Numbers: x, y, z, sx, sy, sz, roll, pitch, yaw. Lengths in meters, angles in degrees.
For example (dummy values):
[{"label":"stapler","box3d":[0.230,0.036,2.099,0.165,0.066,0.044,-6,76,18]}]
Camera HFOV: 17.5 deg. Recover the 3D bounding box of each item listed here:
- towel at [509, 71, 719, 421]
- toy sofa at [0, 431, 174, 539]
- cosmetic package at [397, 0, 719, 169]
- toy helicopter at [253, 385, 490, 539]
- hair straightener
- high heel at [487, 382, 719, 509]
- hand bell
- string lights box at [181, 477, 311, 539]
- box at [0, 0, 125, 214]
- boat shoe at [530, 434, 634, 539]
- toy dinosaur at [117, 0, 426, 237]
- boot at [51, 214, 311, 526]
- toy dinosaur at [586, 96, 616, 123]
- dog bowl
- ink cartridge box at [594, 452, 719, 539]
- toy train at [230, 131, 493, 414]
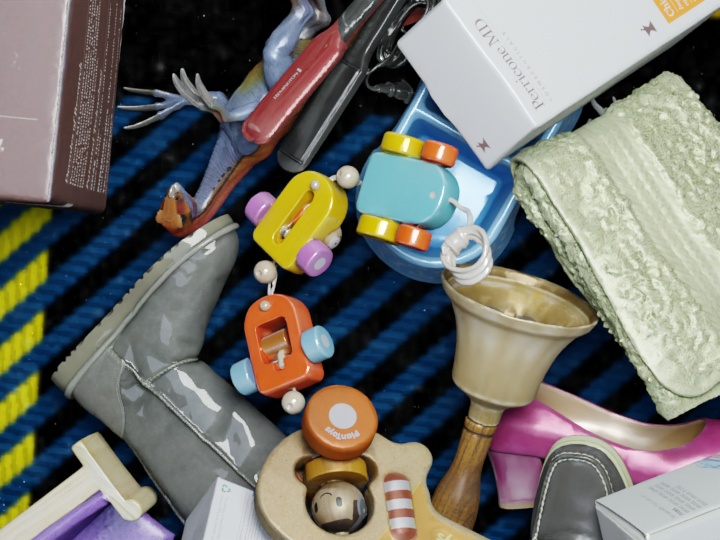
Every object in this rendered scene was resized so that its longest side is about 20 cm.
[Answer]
[{"label":"towel","box3d":[0.200,-0.019,1.482,0.148,0.036,0.200,-29,80,-18]},{"label":"toy sofa","box3d":[-0.226,0.204,1.559,0.200,0.083,0.098,-37,88,2]},{"label":"cosmetic package","box3d":[0.133,-0.160,1.498,0.200,0.071,0.101,-35,88,-33]},{"label":"toy helicopter","box3d":[0.027,0.170,1.460,0.200,0.079,0.132,24,56,1]},{"label":"hair straightener","box3d":[0.008,-0.145,1.531,0.077,0.041,0.200,41,81,-37]},{"label":"high heel","box3d":[0.177,0.097,1.550,0.200,0.067,0.096,-8,100,15]},{"label":"hand bell","box3d":[0.076,0.107,1.511,0.104,0.104,0.200,16,106,2]},{"label":"string lights box","box3d":[-0.020,0.220,1.493,0.200,0.103,0.059,24,136,-13]},{"label":"box","box3d":[-0.251,-0.127,1.500,0.166,0.200,0.164,6,90,4]},{"label":"boat shoe","box3d":[0.141,0.209,1.525,0.072,0.066,0.201,7,110,16]},{"label":"toy dinosaur","box3d":[-0.065,-0.103,1.543,0.200,0.105,0.182,11,95,0]},{"label":"boot","box3d":[-0.085,0.088,1.559,0.200,0.073,0.182,44,105,8]},{"label":"toy dinosaur","box3d":[0.225,-0.034,1.543,0.200,0.077,0.102,23,98,5]},{"label":"dog bowl","box3d":[0.074,-0.086,1.562,0.111,0.050,0.200,30,91,2]},{"label":"ink cartridge box","box3d":[0.264,0.187,1.494,0.200,0.083,0.146,-18,108,-14]},{"label":"toy train","box3d":[0.000,0.000,1.504,0.200,0.056,0.150,-29,65,22]}]
